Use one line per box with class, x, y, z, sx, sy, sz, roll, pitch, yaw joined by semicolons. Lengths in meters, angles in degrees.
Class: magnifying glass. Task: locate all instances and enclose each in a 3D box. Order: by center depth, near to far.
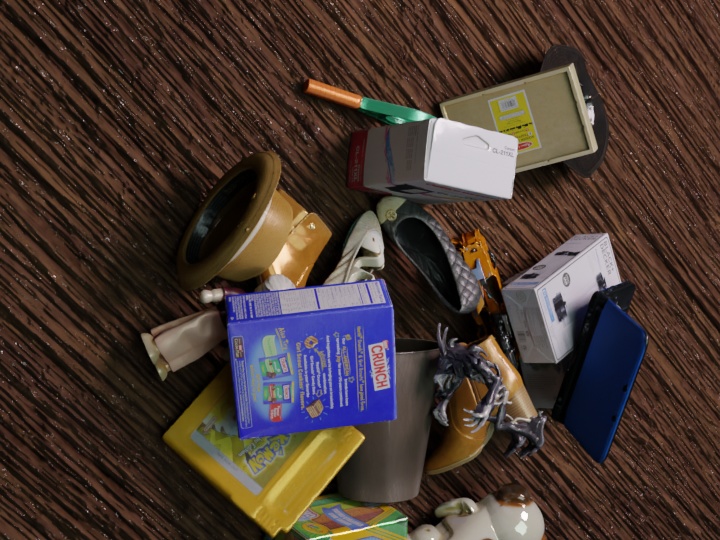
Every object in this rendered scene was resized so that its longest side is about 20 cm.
magnifying glass;0.017;-0.223;1.654;0.198;0.079;0.023;14;87;-20

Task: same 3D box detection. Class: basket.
basket;0.025;0.200;1.631;0.178;0.136;0.203;0;95;-22

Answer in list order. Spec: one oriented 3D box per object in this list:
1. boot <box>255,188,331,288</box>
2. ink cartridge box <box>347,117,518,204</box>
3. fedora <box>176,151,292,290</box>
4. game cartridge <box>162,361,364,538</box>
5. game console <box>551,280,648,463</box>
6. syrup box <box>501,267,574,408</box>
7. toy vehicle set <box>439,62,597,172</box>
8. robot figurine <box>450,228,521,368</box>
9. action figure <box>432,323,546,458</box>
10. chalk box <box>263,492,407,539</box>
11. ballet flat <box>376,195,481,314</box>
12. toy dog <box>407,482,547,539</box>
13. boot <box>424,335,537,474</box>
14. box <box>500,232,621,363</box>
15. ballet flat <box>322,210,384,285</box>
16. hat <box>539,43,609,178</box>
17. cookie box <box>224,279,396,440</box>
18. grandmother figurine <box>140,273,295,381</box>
boot;-0.084;0.005;1.589;0.144;0.071;0.202;-43;105;-16
ink cartridge box;0.093;-0.142;1.620;0.144;0.199;0.084;9;86;-30
fedora;-0.144;-0.048;1.487;0.081;0.200;0.202;34;74;-27
game cartridge;-0.122;0.214;1.543;0.199;0.032;0.177;39;70;8
game console;0.351;0.136;1.666;0.170;0.118;0.202;-14;126;-52
syrup box;0.283;0.100;1.802;0.081;0.078;0.202;-25;104;-42
toy vehicle set;0.221;-0.204;1.709;0.027;0.198;0.126;-42;117;-61
robot figurine;0.181;0.048;1.729;0.058;0.145;0.202;-16;100;8
action figure;0.151;0.166;1.573;0.200;0.119;0.102;45;78;-12
chalk box;-0.053;0.374;1.580;0.198;0.124;0.126;-4;104;-32
ballet flat;0.093;-0.025;1.652;0.200;0.066;0.057;48;23;9
toy dog;0.162;0.375;1.685;0.199;0.194;0.141;-27;92;-21
boot;0.138;0.185;1.692;0.145;0.200;0.071;56;26;0
box;0.292;0.037;1.717;0.199;0.060;0.118;-31;108;-42
ballet flat;0.000;0.000;1.615;0.201;0.062;0.068;-63;145;-36
hat;0.288;-0.230;1.797;0.200;0.080;0.203;15;70;-49
cookie box;-0.059;0.108;1.477;0.197;0.075;0.173;-6;120;-6
grandmother figurine;-0.171;0.061;1.505;0.198;0.061;0.122;-25;147;-8
